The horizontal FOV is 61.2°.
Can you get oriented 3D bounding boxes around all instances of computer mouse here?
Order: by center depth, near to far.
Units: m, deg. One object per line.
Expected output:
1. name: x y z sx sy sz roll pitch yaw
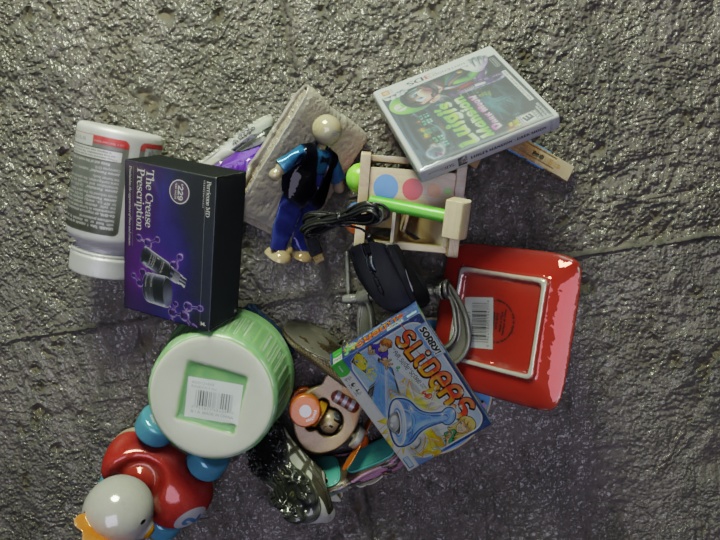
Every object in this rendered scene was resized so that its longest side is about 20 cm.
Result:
1. computer mouse: 0.000 0.000 0.782 0.139 0.046 0.201 -2 138 29

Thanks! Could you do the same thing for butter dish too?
1. butter dish: 0.220 0.073 0.859 0.198 0.147 0.203 9 92 38

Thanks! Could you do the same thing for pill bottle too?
1. pill bottle: -0.347 -0.097 0.851 0.112 0.114 0.203 12 100 -1

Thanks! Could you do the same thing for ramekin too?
1. ramekin: -0.196 0.160 0.851 0.197 0.098 0.203 0 100 1

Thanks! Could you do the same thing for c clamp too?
1. c clamp: 0.060 0.057 0.857 0.197 0.027 0.174 0 87 26

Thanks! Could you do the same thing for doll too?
1. doll: -0.069 -0.111 0.819 0.048 0.135 0.202 33 114 37

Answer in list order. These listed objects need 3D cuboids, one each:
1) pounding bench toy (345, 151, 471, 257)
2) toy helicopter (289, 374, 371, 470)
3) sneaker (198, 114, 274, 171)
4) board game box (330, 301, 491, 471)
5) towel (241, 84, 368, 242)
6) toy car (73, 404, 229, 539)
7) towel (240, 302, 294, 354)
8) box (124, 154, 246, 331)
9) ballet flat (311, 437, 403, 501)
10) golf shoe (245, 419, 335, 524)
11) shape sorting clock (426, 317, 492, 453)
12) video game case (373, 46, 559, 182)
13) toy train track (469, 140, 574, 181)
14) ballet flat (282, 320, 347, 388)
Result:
1. pounding bench toy: 0.055 -0.088 0.800 0.154 0.200 0.126 5 100 0
2. toy helicopter: -0.006 0.206 0.919 0.199 0.079 0.133 -31 92 -6
3. sneaker: -0.181 -0.124 0.865 0.199 0.070 0.100 -35 101 8
4. board game box: 0.069 0.157 0.806 0.134 0.035 0.201 -32 110 8
5. towel: -0.084 -0.138 0.847 0.132 0.034 0.201 28 99 -45
6. toy car: -0.315 0.335 0.865 0.176 0.200 0.185 35 112 -5
7. towel: -0.196 0.157 0.925 0.111 0.049 0.201 39 98 -6
8. box: -0.233 -0.039 0.805 0.139 0.079 0.203 11 108 15
9. ballet flat: -0.021 0.318 0.947 0.198 0.069 0.072 -20 125 5
10. golf shoe: -0.103 0.297 0.897 0.078 0.200 0.094 -46 131 4
11. shape sorting clock: 0.106 0.171 0.905 0.197 0.039 0.203 0 89 -15
12. video game case: 0.127 -0.209 0.785 0.180 0.201 0.023 -22 136 0
13. toy train track: 0.212 -0.183 0.869 0.198 0.033 0.116 26 92 -9
14. ballet flat: -0.038 0.136 0.883 0.199 0.067 0.047 29 122 23
